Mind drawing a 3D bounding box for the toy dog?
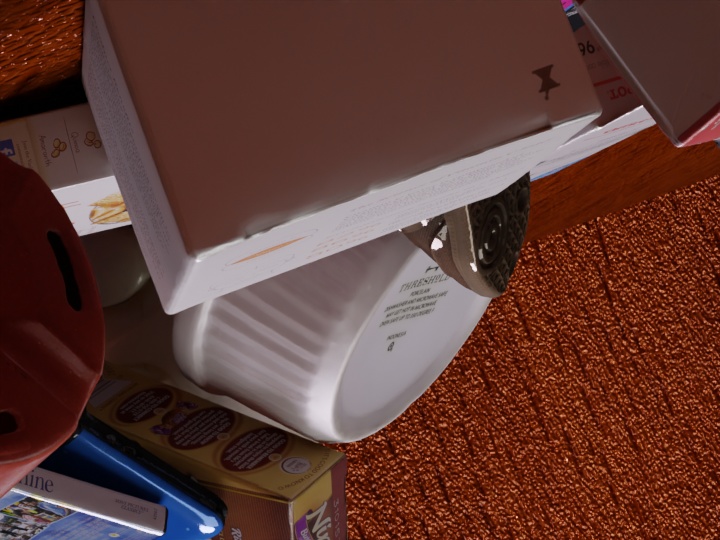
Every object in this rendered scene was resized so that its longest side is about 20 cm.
[{"bbox_3d":[-0.092,0.051,1.406,0.193,0.201,0.140,-21,177,8],"label":"toy dog"}]

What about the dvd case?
[{"bbox_3d":[-0.217,0.120,1.209,0.199,0.018,0.142,21,149,-30],"label":"dvd case"}]

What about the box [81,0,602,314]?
[{"bbox_3d":[-0.016,-0.066,0.885,0.151,0.107,0.200,-20,176,-9],"label":"box"}]

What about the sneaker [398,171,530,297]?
[{"bbox_3d":[0.024,-0.057,1.122,0.075,0.071,0.200,13,155,25],"label":"sneaker"}]

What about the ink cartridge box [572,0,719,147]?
[{"bbox_3d":[0.201,-0.134,1.038,0.147,0.083,0.200,-41,167,26],"label":"ink cartridge box"}]

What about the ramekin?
[{"bbox_3d":[0.000,0.000,1.257,0.202,0.094,0.203,-45,158,-23],"label":"ramekin"}]

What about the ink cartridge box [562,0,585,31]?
[{"bbox_3d":[0.078,-0.128,1.093,0.094,0.037,0.200,-20,174,-19],"label":"ink cartridge box"}]

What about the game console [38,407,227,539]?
[{"bbox_3d":[-0.177,0.075,1.285,0.170,0.119,0.200,35,143,-27],"label":"game console"}]

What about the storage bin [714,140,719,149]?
[{"bbox_3d":[0.294,-0.116,1.406,0.135,0.094,0.200,-35,-170,30],"label":"storage bin"}]

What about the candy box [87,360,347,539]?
[{"bbox_3d":[-0.100,0.128,1.306,0.199,0.117,0.056,17,-145,29],"label":"candy box"}]

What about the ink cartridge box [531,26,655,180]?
[{"bbox_3d":[0.127,-0.105,1.392,0.116,0.068,0.200,-20,176,-39],"label":"ink cartridge box"}]

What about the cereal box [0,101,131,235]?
[{"bbox_3d":[-0.120,-0.042,1.042,0.199,0.040,0.144,-13,174,-12],"label":"cereal box"}]

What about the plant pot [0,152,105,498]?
[{"bbox_3d":[-0.208,0.042,0.880,0.195,0.202,0.200,-34,169,36],"label":"plant pot"}]
